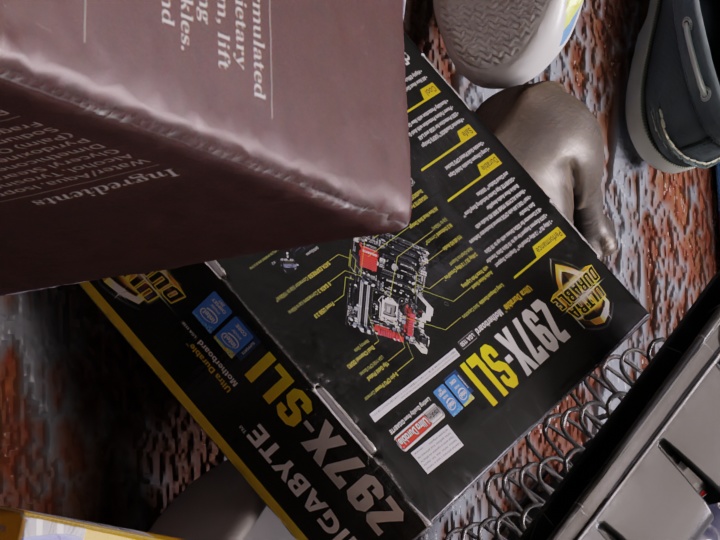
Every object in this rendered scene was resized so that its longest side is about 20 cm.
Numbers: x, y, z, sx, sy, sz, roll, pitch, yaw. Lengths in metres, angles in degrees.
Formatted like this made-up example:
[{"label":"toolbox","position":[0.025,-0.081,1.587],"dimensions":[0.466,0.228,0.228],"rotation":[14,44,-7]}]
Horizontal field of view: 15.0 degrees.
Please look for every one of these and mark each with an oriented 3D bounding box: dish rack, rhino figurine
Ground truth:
[{"label":"dish rack","position":[0.078,0.086,1.009],"dimensions":[0.055,0.200,0.154],"rotation":[43,68,-6]},{"label":"rhino figurine","position":[0.038,0.010,1.065],"dimensions":[0.201,0.060,0.088],"rotation":[-57,150,-23]}]

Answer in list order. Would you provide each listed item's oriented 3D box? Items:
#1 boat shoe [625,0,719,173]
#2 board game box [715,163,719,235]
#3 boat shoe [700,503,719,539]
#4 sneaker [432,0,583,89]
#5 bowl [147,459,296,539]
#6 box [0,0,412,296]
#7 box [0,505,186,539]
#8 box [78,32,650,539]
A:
[{"label":"boat shoe","position":[0.173,-0.145,1.292],"dimensions":[0.073,0.062,0.201],"rotation":[19,72,-33]},{"label":"board game box","position":[0.243,-0.079,1.383],"dimensions":[0.103,0.104,0.202],"rotation":[-11,97,-58]},{"label":"boat shoe","position":[0.131,0.109,1.209],"dimensions":[0.200,0.074,0.093],"rotation":[-60,145,-41]},{"label":"sneaker","position":[0.087,-0.152,1.149],"dimensions":[0.105,0.075,0.201],"rotation":[42,53,-52]},{"label":"bowl","position":[-0.043,0.176,0.912],"dimensions":[0.200,0.074,0.201],"rotation":[-58,136,-42]},{"label":"box","position":[-0.105,-0.095,0.715],"dimensions":[0.200,0.163,0.167],"rotation":[20,64,-58]},{"label":"box","position":[-0.070,0.175,0.771],"dimensions":[0.118,0.041,0.201],"rotation":[15,80,-30]},{"label":"box","position":[0.000,0.000,0.934],"dimensions":[0.160,0.049,0.200],"rotation":[50,33,2]}]
